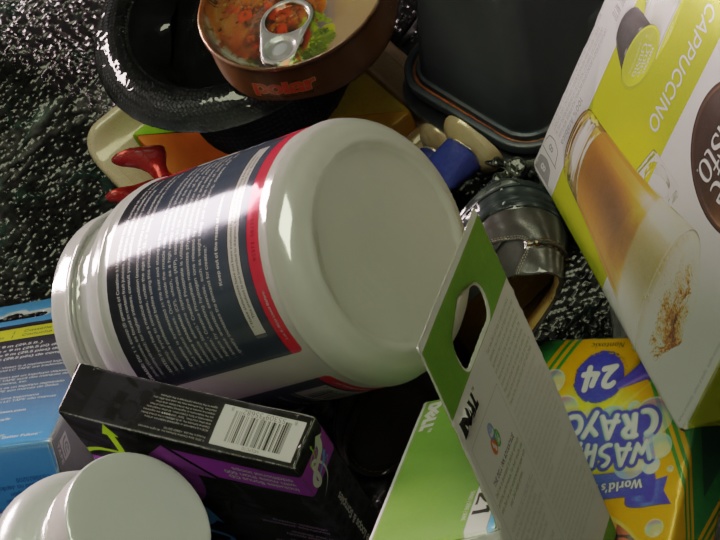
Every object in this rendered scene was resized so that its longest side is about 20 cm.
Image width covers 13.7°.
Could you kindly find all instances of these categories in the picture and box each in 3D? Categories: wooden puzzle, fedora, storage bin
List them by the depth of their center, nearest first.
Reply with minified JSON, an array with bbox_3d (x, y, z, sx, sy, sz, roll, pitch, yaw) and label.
[{"bbox_3d":[0.122,-0.174,1.735,0.145,0.134,0.200,35,66,31],"label":"storage bin"},{"bbox_3d":[-0.060,-0.140,1.783,0.200,0.092,0.201,-11,48,13],"label":"fedora"},{"bbox_3d":[-0.049,-0.081,1.815,0.185,0.037,0.200,-39,55,-8],"label":"wooden puzzle"}]

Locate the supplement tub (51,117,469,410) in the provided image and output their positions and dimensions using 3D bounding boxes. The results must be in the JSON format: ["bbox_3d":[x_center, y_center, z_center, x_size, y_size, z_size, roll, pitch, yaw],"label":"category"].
[{"bbox_3d":[-0.054,0.007,1.574,0.200,0.140,0.141,-16,49,43],"label":"supplement tub"}]

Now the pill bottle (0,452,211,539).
[{"bbox_3d":[-0.156,0.173,1.580,0.110,0.200,0.111,14,57,-23],"label":"pill bottle"}]

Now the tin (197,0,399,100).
[{"bbox_3d":[-0.027,-0.179,1.713,0.112,0.042,0.200,-7,49,22],"label":"tin"}]

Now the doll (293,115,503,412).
[{"bbox_3d":[0.000,0.000,1.695,0.200,0.048,0.136,-51,12,-15],"label":"doll"}]

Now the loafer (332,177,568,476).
[{"bbox_3d":[0.046,0.043,1.627,0.200,0.073,0.072,-58,24,28],"label":"loafer"}]

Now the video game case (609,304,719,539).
[{"bbox_3d":[0.240,0.055,1.636,0.199,0.023,0.183,-11,56,11],"label":"video game case"}]

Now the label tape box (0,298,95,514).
[{"bbox_3d":[-0.214,0.087,1.735,0.143,0.066,0.200,-9,22,14],"label":"label tape box"}]

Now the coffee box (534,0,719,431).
[{"bbox_3d":[0.240,-0.061,1.531,0.199,0.200,0.198,-5,49,-25],"label":"coffee box"}]

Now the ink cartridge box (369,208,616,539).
[{"bbox_3d":[0.048,0.094,1.460,0.076,0.200,0.148,-14,24,22],"label":"ink cartridge box"}]

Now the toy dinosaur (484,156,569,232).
[{"bbox_3d":[0.117,-0.048,1.704,0.200,0.088,0.047,-39,64,-7],"label":"toy dinosaur"}]

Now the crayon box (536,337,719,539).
[{"bbox_3d":[0.123,0.134,1.585,0.125,0.052,0.200,-3,61,32],"label":"crayon box"}]

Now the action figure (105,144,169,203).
[{"bbox_3d":[-0.103,0.024,1.740,0.052,0.065,0.200,-13,61,-24],"label":"action figure"}]

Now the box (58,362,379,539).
[{"bbox_3d":[-0.060,0.123,1.588,0.143,0.200,0.036,11,65,26],"label":"box"}]
